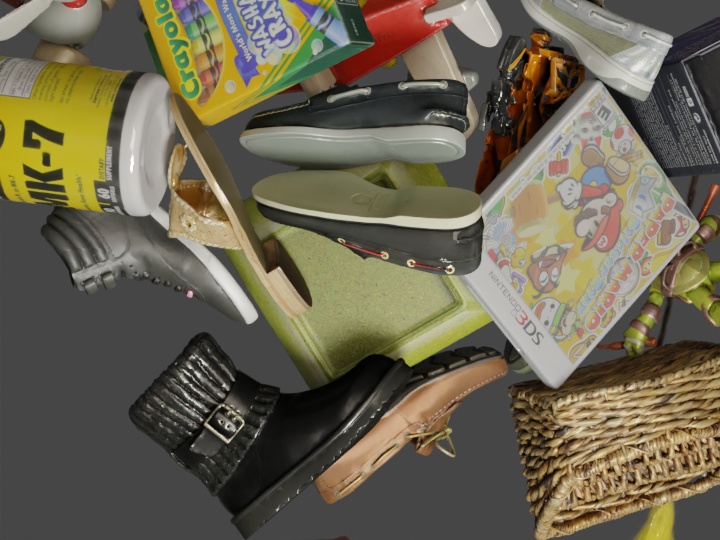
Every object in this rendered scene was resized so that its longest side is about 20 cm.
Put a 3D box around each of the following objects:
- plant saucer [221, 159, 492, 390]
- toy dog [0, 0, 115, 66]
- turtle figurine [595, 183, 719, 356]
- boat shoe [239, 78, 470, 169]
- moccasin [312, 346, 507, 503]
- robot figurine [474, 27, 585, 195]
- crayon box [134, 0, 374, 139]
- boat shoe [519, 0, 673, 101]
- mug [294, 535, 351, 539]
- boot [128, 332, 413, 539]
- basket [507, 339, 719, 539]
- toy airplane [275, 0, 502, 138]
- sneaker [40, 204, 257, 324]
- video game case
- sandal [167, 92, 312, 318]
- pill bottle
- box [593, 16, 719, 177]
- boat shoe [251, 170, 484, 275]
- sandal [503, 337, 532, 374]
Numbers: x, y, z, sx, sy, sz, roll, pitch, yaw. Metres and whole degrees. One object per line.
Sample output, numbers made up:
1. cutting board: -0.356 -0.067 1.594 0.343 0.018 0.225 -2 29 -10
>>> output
1. plant saucer: 0.000 0.000 1.557 0.199 0.048 0.201 -30 99 12
2. toy dog: -0.255 -0.227 1.463 0.096 0.200 0.133 20 60 1
3. turtle figurine: 0.303 0.000 1.630 0.200 0.161 0.065 -49 130 -18
4. boat shoe: -0.004 -0.122 1.496 0.198 0.076 0.061 2 72 20
5. moccasin: 0.044 0.134 1.599 0.200 0.074 0.078 -33 101 -12
6. robot figurine: 0.150 -0.110 1.603 0.058 0.145 0.202 13 97 27
7. crayon box: -0.101 -0.201 1.491 0.199 0.051 0.127 -24 84 26
8. boat shoe: 0.200 -0.221 1.579 0.074 0.202 0.065 18 114 -35
9. mug: -0.110 0.309 1.533 0.198 0.133 0.179 4 88 -13
10. boot: -0.076 0.103 1.528 0.211 0.079 0.158 -41 85 3
11. basket: 0.250 0.157 1.623 0.198 0.143 0.151 -13 95 -16
12. toy airplane: 0.028 -0.221 1.553 0.197 0.142 0.201 16 120 -3
13. sneaker: -0.183 -0.001 1.537 0.200 0.071 0.099 42 82 -7
14. video game case: 0.180 -0.030 1.557 0.200 0.023 0.182 -47 120 -11
15. sandal: -0.122 -0.036 1.485 0.069 0.078 0.212 -29 113 10
16. pill bottle: -0.256 -0.110 1.460 0.198 0.114 0.116 7 89 10
17. box: 0.317 -0.158 1.606 0.147 0.200 0.105 -27 98 -15
18. boat shoe: 0.004 -0.038 1.477 0.200 0.074 0.064 10 124 21
19. sandal: 0.205 0.015 1.644 0.057 0.080 0.202 37 90 -11
